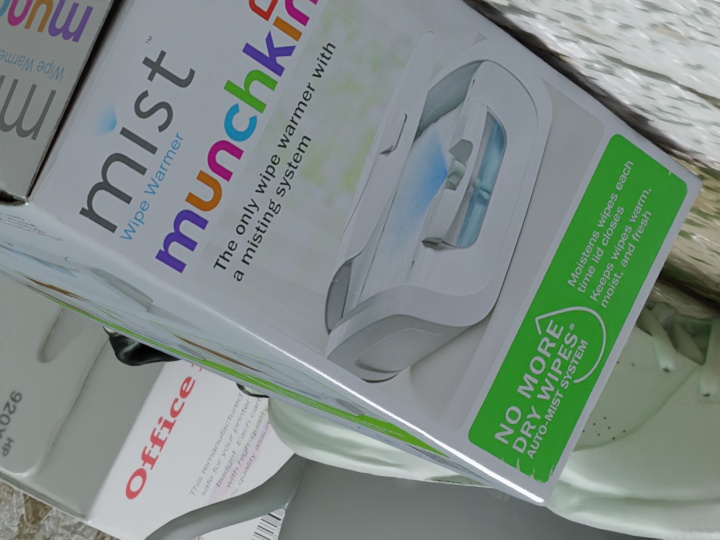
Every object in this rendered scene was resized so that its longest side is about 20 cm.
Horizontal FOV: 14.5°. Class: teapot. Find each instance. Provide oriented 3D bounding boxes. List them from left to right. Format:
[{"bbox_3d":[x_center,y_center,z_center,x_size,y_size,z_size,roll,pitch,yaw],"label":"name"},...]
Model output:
[{"bbox_3d":[0.042,0.151,1.020,0.199,0.147,0.197,9,159,42],"label":"teapot"}]

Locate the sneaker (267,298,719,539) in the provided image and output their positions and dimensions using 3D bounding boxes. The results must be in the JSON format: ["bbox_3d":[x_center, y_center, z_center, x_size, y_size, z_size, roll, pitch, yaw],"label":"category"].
[{"bbox_3d":[0.066,0.023,0.852,0.199,0.089,0.075,7,-154,13],"label":"sneaker"}]

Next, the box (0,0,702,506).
[{"bbox_3d":[-0.053,-0.036,0.698,0.176,0.097,0.200,32,172,-38],"label":"box"}]

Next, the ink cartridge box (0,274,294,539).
[{"bbox_3d":[-0.095,0.039,1.239,0.144,0.148,0.200,23,173,28],"label":"ink cartridge box"}]

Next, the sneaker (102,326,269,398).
[{"bbox_3d":[-0.085,-0.013,1.055,0.200,0.088,0.076,24,175,34],"label":"sneaker"}]
